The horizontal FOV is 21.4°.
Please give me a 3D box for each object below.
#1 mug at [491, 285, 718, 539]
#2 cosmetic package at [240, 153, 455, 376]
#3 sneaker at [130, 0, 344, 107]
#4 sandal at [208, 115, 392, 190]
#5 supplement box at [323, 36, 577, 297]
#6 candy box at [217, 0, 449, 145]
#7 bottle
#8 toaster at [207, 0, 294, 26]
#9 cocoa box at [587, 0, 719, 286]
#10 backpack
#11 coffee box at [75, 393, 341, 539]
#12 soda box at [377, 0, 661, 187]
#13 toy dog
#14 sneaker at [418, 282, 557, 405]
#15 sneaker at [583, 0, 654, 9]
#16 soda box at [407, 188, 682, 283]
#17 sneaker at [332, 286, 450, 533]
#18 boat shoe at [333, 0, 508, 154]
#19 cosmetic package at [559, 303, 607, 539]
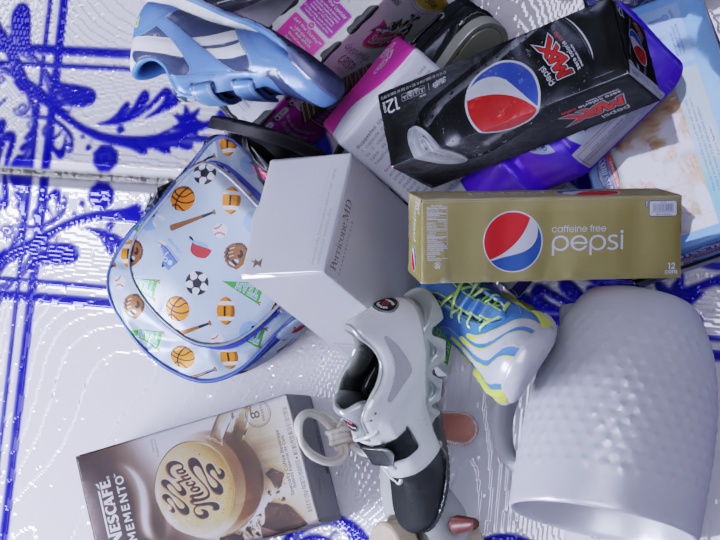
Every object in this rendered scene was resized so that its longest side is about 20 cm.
[{"bbox_3d":[0.182,0.109,1.473,0.199,0.147,0.176,-4,68,46],"label":"mug"},{"bbox_3d":[0.000,0.000,1.526,0.084,0.200,0.108,-2,64,33],"label":"cosmetic package"},{"bbox_3d":[-0.102,-0.163,1.538,0.199,0.074,0.083,24,89,27],"label":"sneaker"},{"bbox_3d":[-0.048,-0.078,1.563,0.075,0.200,0.045,22,88,44],"label":"sandal"},{"bbox_3d":[0.078,-0.086,1.563,0.200,0.101,0.103,38,95,-15],"label":"supplement box"},{"bbox_3d":[-0.024,-0.190,1.626,0.200,0.136,0.061,-46,75,7],"label":"candy box"},{"bbox_3d":[0.154,-0.113,1.473,0.200,0.065,0.084,-44,66,14],"label":"bottle"},{"bbox_3d":[-0.081,-0.275,1.653,0.199,0.129,0.114,-28,77,10],"label":"toaster"},{"bbox_3d":[0.248,-0.105,1.547,0.133,0.131,0.201,-18,80,12],"label":"cocoa box"},{"bbox_3d":[-0.117,0.001,1.629,0.200,0.154,0.191,45,106,12],"label":"backpack"},{"bbox_3d":[-0.131,0.187,1.641,0.199,0.080,0.114,-17,81,12],"label":"coffee box"},{"bbox_3d":[0.116,-0.129,1.418,0.199,0.071,0.064,-21,68,25],"label":"soda box"},{"bbox_3d":[0.048,0.164,1.580,0.096,0.132,0.201,-38,82,46],"label":"toy dog"},{"bbox_3d":[0.087,0.042,1.460,0.105,0.200,0.076,32,92,-3],"label":"sneaker"},{"bbox_3d":[0.274,-0.268,1.578,0.199,0.078,0.076,-26,57,8],"label":"sneaker"},{"bbox_3d":[0.136,-0.027,1.429,0.199,0.068,0.064,-1,97,-7],"label":"soda box"},{"bbox_3d":[0.017,0.116,1.475,0.074,0.088,0.201,25,124,55],"label":"sneaker"},{"bbox_3d":[0.039,-0.155,1.642,0.200,0.074,0.066,-50,49,20],"label":"boat shoe"},{"bbox_3d":[0.218,0.127,1.561,0.101,0.074,0.201,-4,82,15],"label":"cosmetic package"}]
